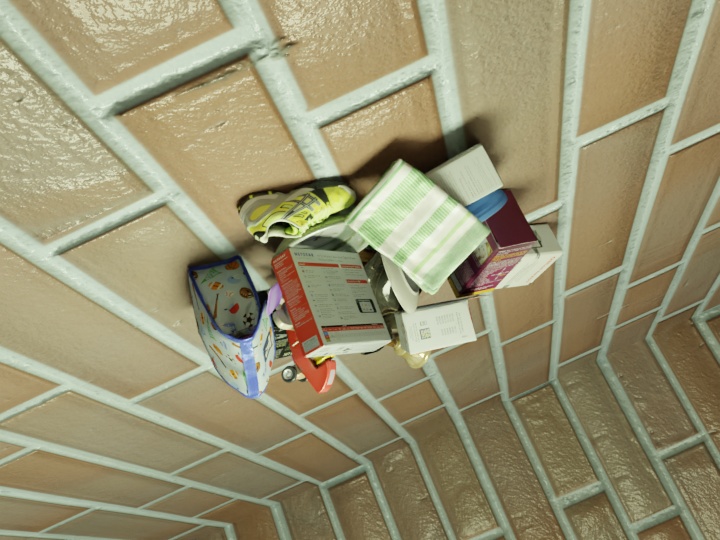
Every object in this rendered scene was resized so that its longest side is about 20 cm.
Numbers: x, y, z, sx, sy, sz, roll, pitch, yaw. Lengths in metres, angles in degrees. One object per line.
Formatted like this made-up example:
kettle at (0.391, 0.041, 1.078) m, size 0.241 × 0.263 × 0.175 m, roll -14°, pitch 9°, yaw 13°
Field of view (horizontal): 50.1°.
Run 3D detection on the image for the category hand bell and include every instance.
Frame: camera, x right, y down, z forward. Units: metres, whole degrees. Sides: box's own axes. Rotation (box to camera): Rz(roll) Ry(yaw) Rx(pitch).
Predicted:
hand bell at (0.079, 0.188, 2.001) m, size 0.199 × 0.105 × 0.104 m, roll 16°, pitch 136°, yaw -37°

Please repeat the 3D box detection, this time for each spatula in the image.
spatula at (-0.109, 0.026, 1.362) m, size 0.200 × 0.020 × 0.057 m, roll -27°, pitch 135°, yaw -53°

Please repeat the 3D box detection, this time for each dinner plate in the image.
dinner plate at (0.074, -0.020, 1.404) m, size 0.024 × 0.202 × 0.200 m, roll -18°, pitch 158°, yaw 17°

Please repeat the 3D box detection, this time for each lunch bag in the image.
lunch bag at (-0.217, 0.103, 1.353) m, size 0.123 × 0.200 × 0.171 m, roll -17°, pitch 137°, yaw -16°

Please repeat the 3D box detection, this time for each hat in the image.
hat at (0.077, 0.026, 1.548) m, size 0.200 × 0.081 × 0.202 m, roll -33°, pitch 140°, yaw -33°

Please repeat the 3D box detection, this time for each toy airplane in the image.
toy airplane at (-0.091, 0.100, 1.430) m, size 0.140 × 0.201 × 0.200 m, roll -20°, pitch 121°, yaw 19°

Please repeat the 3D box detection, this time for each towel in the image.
towel at (0.093, -0.071, 1.272) m, size 0.153 × 0.200 × 0.023 m, roll -48°, pitch -167°, yaw 16°

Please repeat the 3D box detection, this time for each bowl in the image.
bowl at (0.171, -0.100, 1.409) m, size 0.200 × 0.040 × 0.201 m, roll -30°, pitch -171°, yaw 5°

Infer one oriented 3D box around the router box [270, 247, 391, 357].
router box at (-0.047, 0.055, 1.344) m, size 0.049 × 0.181 × 0.199 m, roll -32°, pitch 160°, yaw 31°

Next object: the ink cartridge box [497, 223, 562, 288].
ink cartridge box at (0.337, -0.028, 1.760) m, size 0.199 × 0.084 × 0.146 m, roll -6°, pitch 151°, yaw -33°

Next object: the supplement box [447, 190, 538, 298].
supplement box at (0.251, -0.052, 1.581) m, size 0.103 × 0.132 × 0.200 m, roll -10°, pitch 154°, yaw -27°

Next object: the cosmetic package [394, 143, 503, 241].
cosmetic package at (0.138, -0.136, 1.324) m, size 0.199 × 0.081 × 0.113 m, roll -30°, pitch -174°, yaw 13°

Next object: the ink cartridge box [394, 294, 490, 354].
ink cartridge box at (0.165, 0.105, 1.531) m, size 0.174 × 0.085 × 0.200 m, roll -12°, pitch 178°, yaw -2°

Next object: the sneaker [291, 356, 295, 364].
sneaker at (-0.075, 0.146, 1.754) m, size 0.115 × 0.081 × 0.200 m, roll 1°, pitch 144°, yaw -39°

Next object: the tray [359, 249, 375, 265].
tray at (0.000, 0.000, 1.580) m, size 0.098 × 0.037 × 0.199 m, roll -38°, pitch 153°, yaw 29°

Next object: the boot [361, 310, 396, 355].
boot at (0.051, 0.154, 1.862) m, size 0.199 × 0.097 × 0.075 m, roll 0°, pitch 148°, yaw -40°

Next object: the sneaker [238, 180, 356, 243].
sneaker at (-0.096, -0.091, 1.260) m, size 0.199 × 0.077 × 0.076 m, roll -16°, pitch 153°, yaw -19°

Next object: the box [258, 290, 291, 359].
box at (-0.182, 0.115, 1.589) m, size 0.199 × 0.087 × 0.164 m, roll -10°, pitch 152°, yaw -27°

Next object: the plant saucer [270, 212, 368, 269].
plant saucer at (-0.070, -0.057, 1.369) m, size 0.199 × 0.051 × 0.200 m, roll -20°, pitch 164°, yaw -6°
